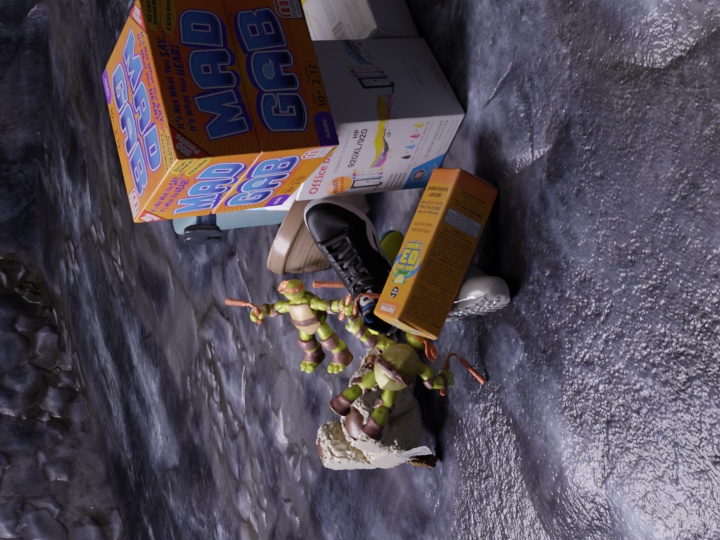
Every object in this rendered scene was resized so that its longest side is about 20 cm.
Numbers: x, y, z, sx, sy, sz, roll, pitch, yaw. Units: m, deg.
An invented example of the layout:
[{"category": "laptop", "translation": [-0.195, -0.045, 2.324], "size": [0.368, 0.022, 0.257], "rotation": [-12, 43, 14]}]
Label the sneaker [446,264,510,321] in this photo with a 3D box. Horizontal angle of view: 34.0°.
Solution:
[{"category": "sneaker", "translation": [0.118, 0.020, 1.478], "size": [0.200, 0.076, 0.081], "rotation": [-15, 74, 63]}]

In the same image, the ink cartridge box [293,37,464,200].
[{"category": "ink cartridge box", "translation": [-0.001, -0.195, 1.509], "size": [0.145, 0.200, 0.147], "rotation": [66, 150, 30]}]

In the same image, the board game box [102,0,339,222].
[{"category": "board game box", "translation": [-0.173, -0.194, 1.405], "size": [0.200, 0.199, 0.200], "rotation": [-38, 64, 60]}]

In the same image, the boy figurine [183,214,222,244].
[{"category": "boy figurine", "translation": [-0.234, -0.144, 1.754], "size": [0.124, 0.064, 0.200], "rotation": [121, 146, -75]}]

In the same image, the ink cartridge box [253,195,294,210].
[{"category": "ink cartridge box", "translation": [-0.146, -0.190, 1.725], "size": [0.067, 0.116, 0.200], "rotation": [-73, -20, -59]}]

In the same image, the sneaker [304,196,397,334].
[{"category": "sneaker", "translation": [0.000, 0.000, 1.521], "size": [0.200, 0.073, 0.112], "rotation": [49, -160, -30]}]

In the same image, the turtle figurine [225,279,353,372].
[{"category": "turtle figurine", "translation": [-0.082, 0.071, 1.691], "size": [0.064, 0.200, 0.161], "rotation": [-69, -36, -51]}]

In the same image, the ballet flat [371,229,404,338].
[{"category": "ballet flat", "translation": [0.044, 0.031, 1.651], "size": [0.067, 0.067, 0.200], "rotation": [41, 139, 25]}]

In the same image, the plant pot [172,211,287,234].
[{"category": "plant pot", "translation": [-0.199, -0.178, 1.909], "size": [0.200, 0.196, 0.196], "rotation": [161, 100, -68]}]

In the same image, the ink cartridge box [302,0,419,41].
[{"category": "ink cartridge box", "translation": [-0.028, -0.319, 1.608], "size": [0.200, 0.086, 0.148], "rotation": [-41, 60, 41]}]

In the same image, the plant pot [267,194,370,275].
[{"category": "plant pot", "translation": [-0.048, -0.068, 1.715], "size": [0.093, 0.201, 0.201], "rotation": [29, 137, 6]}]

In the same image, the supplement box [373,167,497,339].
[{"category": "supplement box", "translation": [0.091, -0.022, 1.424], "size": [0.067, 0.069, 0.200], "rotation": [10, 77, 62]}]

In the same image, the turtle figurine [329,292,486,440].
[{"category": "turtle figurine", "translation": [0.047, 0.134, 1.480], "size": [0.161, 0.200, 0.064], "rotation": [-54, 11, 10]}]

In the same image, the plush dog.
[{"category": "plush dog", "translation": [0.035, 0.182, 1.642], "size": [0.200, 0.160, 0.172], "rotation": [126, 150, -60]}]
